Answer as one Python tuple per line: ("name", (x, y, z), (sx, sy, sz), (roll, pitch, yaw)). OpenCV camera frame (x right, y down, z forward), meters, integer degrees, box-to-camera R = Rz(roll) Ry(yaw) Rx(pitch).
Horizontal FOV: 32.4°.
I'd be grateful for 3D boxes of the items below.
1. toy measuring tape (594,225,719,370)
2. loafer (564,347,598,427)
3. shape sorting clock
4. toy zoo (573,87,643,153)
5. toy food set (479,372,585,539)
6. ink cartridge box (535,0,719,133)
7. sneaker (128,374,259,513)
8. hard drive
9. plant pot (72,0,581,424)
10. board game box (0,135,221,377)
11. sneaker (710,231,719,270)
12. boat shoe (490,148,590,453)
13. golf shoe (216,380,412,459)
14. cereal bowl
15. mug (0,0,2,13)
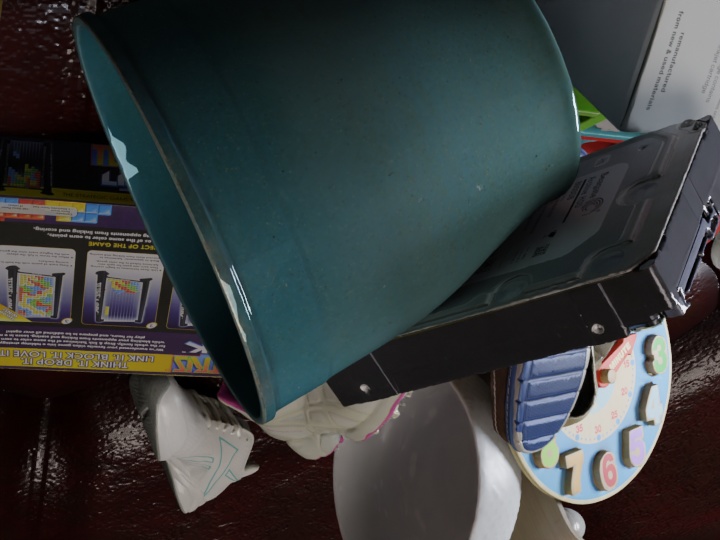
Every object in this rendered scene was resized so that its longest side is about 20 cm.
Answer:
("toy measuring tape", (0.209, -0.018, 0.903), (0.073, 0.074, 0.201), (27, 98, -43))
("loafer", (0.127, 0.021, 0.878), (0.075, 0.068, 0.201), (-25, 102, -10))
("shape sorting clock", (0.184, 0.084, 0.978), (0.199, 0.201, 0.039), (16, 168, -36))
("toy zoo", (0.187, -0.090, 0.791), (0.199, 0.021, 0.131), (5, 175, -12))
("toy food set", (0.123, 0.187, 1.053), (0.060, 0.201, 0.144), (7, 138, -37))
("ink cartridge box", (0.210, -0.141, 0.707), (0.199, 0.146, 0.083), (0, 122, -22))
("sneaker", (-0.132, 0.125, 0.995), (0.080, 0.071, 0.201), (-22, 150, -8))
("hard drive", (0.082, -0.004, 0.632), (0.199, 0.140, 0.038), (-17, 115, 38))
("plant pot", (-0.008, -0.060, 0.585), (0.187, 0.200, 0.201), (-26, 145, -13))
("board game box", (-0.152, -0.004, 0.803), (0.199, 0.057, 0.166), (4, 138, -15))
("sneaker", (0.372, -0.035, 0.953), (0.199, 0.100, 0.078), (-25, 142, 11))
("boat shoe", (0.107, 0.017, 0.814), (0.072, 0.201, 0.072), (10, -175, 44))
("golf shoe", (-0.028, 0.066, 0.782), (0.091, 0.076, 0.200), (25, 148, -16))
("cereal bowl", (0.064, 0.168, 1.011), (0.083, 0.201, 0.200), (6, 138, -33))
("mug", (-0.263, -0.110, 0.608), (0.152, 0.188, 0.149), (11, 168, -20))
